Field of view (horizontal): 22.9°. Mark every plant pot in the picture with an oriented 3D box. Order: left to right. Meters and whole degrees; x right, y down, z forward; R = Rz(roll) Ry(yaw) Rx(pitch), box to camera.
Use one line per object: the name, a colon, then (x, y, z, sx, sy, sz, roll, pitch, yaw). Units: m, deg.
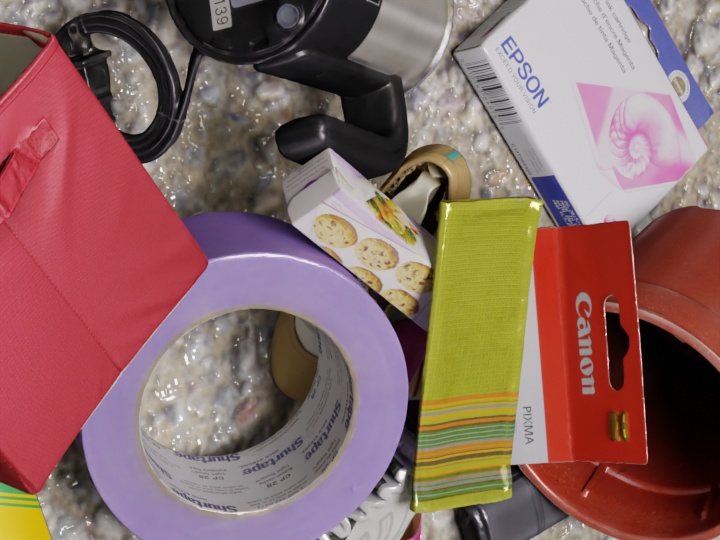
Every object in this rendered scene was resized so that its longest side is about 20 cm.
plant pot: (0.227, 0.060, 1.287, 0.195, 0.200, 0.201, -45, 114, -46)

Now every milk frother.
milk frother: (-0.069, -0.148, 1.134, 0.188, 0.199, 0.181, 7, 89, -65)

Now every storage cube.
storage cube: (-0.224, -0.016, 0.955, 0.171, 0.200, 0.180, -55, 136, -25)

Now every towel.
towel: (0.073, 0.053, 1.119, 0.086, 0.018, 0.201, -6, 106, -43)

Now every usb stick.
usb stick: (0.153, 0.156, 1.329, 0.200, 0.033, 0.056, -24, 101, -35)

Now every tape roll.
tape roll: (-0.077, 0.071, 1.087, 0.199, 0.085, 0.201, -6, 111, -15)

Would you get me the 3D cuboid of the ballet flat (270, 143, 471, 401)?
ballet flat: (0.000, 0.000, 1.166, 0.069, 0.063, 0.200, 33, 96, 4)

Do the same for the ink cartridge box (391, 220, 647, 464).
ink cartridge box: (0.100, 0.052, 1.193, 0.047, 0.200, 0.161, -4, 89, -38)

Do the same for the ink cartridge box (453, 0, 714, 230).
ink cartridge box: (0.187, -0.144, 1.364, 0.200, 0.043, 0.197, -45, 112, -27)

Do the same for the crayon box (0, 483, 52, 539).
crayon box: (-0.254, 0.206, 1.018, 0.172, 0.058, 0.201, -24, 102, -34)

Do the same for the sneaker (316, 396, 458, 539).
sneaker: (-0.003, 0.166, 1.170, 0.200, 0.075, 0.081, -47, 127, 5)

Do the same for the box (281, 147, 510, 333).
box: (0.027, -0.005, 1.107, 0.200, 0.041, 0.039, 40, 25, -43)

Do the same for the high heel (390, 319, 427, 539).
high heel: (0.032, 0.134, 1.204, 0.067, 0.096, 0.201, 3, 86, -36)
